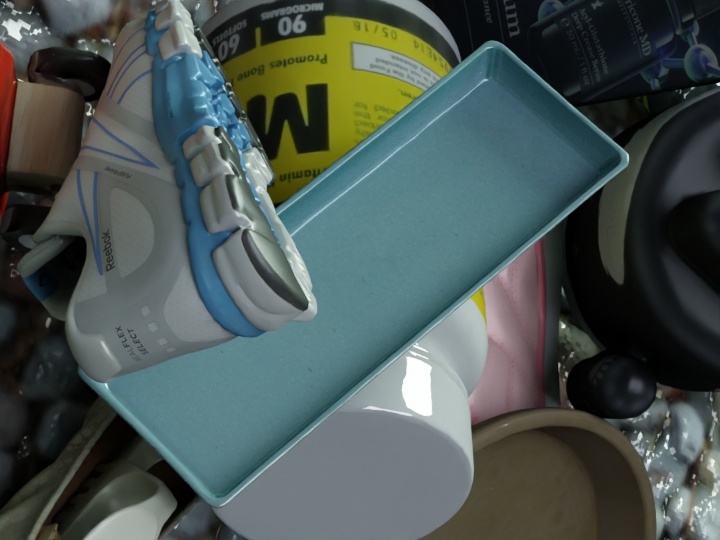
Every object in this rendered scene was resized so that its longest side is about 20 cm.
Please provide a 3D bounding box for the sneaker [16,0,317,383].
[{"bbox_3d":[-0.075,-0.027,0.855,0.087,0.200,0.075,-29,114,6],"label":"sneaker"}]

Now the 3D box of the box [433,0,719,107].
[{"bbox_3d":[0.130,-0.150,1.088,0.107,0.200,0.149,-13,94,-44],"label":"box"}]

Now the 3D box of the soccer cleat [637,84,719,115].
[{"bbox_3d":[0.200,-0.037,1.218,0.068,0.081,0.200,-47,115,-33],"label":"soccer cleat"}]

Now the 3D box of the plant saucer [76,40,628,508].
[{"bbox_3d":[0.000,0.000,0.882,0.200,0.019,0.070,-40,71,-23],"label":"plant saucer"}]

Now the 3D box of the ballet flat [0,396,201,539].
[{"bbox_3d":[-0.078,0.076,0.980,0.067,0.062,0.200,53,55,-24],"label":"ballet flat"}]

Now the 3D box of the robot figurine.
[{"bbox_3d":[0.154,-0.010,1.068,0.150,0.200,0.125,-9,88,-10],"label":"robot figurine"}]

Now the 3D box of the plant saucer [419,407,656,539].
[{"bbox_3d":[0.042,0.143,1.053,0.200,0.029,0.200,-23,126,-34],"label":"plant saucer"}]

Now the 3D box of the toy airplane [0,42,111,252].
[{"bbox_3d":[-0.178,-0.071,0.856,0.200,0.141,0.199,-58,146,-60],"label":"toy airplane"}]

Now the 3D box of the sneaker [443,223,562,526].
[{"bbox_3d":[0.026,0.018,1.066,0.105,0.075,0.201,-13,98,-46],"label":"sneaker"}]

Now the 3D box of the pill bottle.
[{"bbox_3d":[-0.011,-0.003,0.965,0.114,0.114,0.200,30,40,-35],"label":"pill bottle"}]
